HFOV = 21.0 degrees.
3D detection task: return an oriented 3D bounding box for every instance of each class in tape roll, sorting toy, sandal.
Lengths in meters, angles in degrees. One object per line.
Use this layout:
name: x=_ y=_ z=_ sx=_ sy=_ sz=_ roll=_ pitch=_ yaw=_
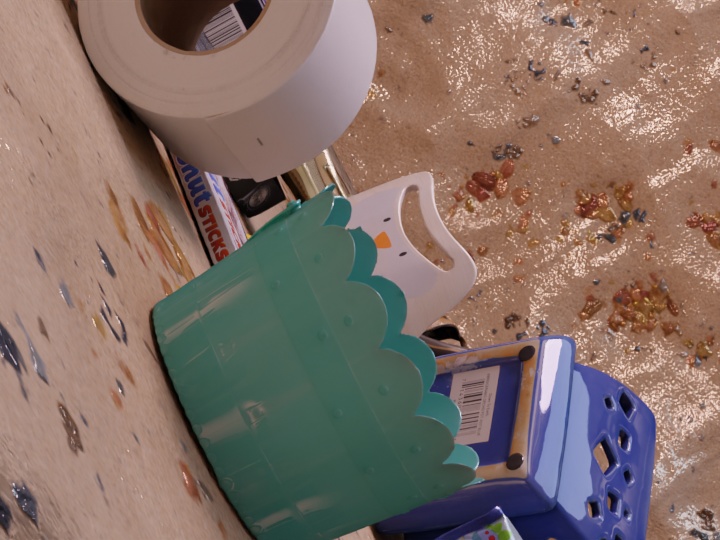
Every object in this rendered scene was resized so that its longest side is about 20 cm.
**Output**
tape roll: x=-0.097 y=-0.186 z=1.471 sx=0.204 sy=0.201 sz=0.139 roll=64 pitch=4 yaw=21
sorting toy: x=0.000 y=0.000 z=1.635 sx=0.201 sy=0.179 sz=0.107 roll=65 pitch=5 yaw=34
sandal: x=0.047 y=0.060 z=1.794 sx=0.082 sy=0.198 sz=0.055 roll=105 pitch=3 yaw=-70

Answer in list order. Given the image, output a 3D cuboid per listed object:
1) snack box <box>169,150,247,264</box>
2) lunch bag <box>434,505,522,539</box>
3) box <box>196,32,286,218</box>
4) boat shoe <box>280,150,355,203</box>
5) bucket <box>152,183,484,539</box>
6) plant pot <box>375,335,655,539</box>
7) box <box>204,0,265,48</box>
snack box: x=-0.121 y=-0.057 z=1.571 sx=0.072 sy=0.024 sz=0.201 roll=55 pitch=10 yaw=-54
lunch bag: x=0.110 y=0.305 z=1.548 sx=0.200 sy=0.126 sz=0.171 roll=83 pitch=-20 yaw=-64
box: x=-0.146 y=-0.167 z=1.826 sx=0.200 sy=0.043 sz=0.161 roll=58 pitch=7 yaw=-50
boat shoe: x=-0.029 y=-0.077 z=1.829 sx=0.202 sy=0.063 sz=0.073 roll=58 pitch=-10 yaw=12
bucket: x=-0.028 y=0.067 z=1.190 sx=0.209 sy=0.134 sz=0.207 roll=63 pitch=5 yaw=-9
plant pot: x=0.128 y=0.174 z=1.694 sx=0.180 sy=0.198 sz=0.201 roll=50 pitch=40 yaw=-39
box: x=-0.130 y=-0.241 z=2.066 sx=0.149 sy=0.104 sz=0.200 roll=62 pitch=5 yaw=7
